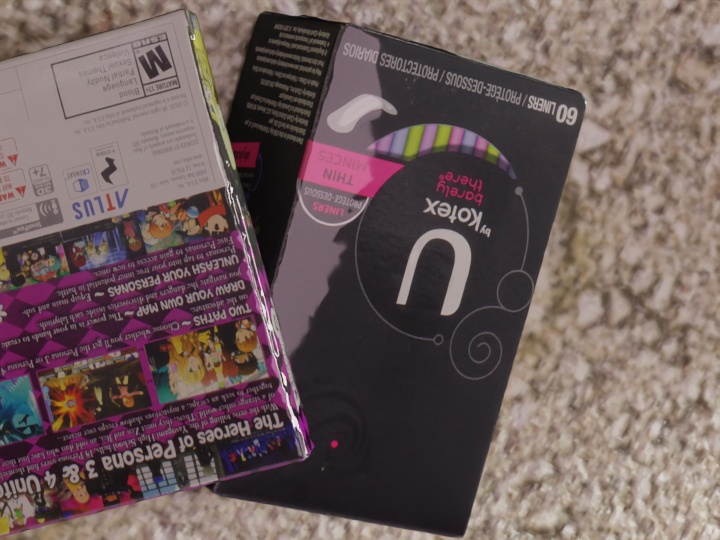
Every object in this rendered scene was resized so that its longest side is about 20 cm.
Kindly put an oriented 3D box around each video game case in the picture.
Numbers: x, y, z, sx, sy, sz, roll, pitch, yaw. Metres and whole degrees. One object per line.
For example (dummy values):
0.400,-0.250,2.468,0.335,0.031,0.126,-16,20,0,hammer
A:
-0.137,0.010,0.770,0.200,0.036,0.182,-15,93,6,video game case

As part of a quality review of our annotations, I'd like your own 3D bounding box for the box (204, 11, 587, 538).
0.000,0.000,0.848,0.122,0.106,0.200,13,96,-24,box
